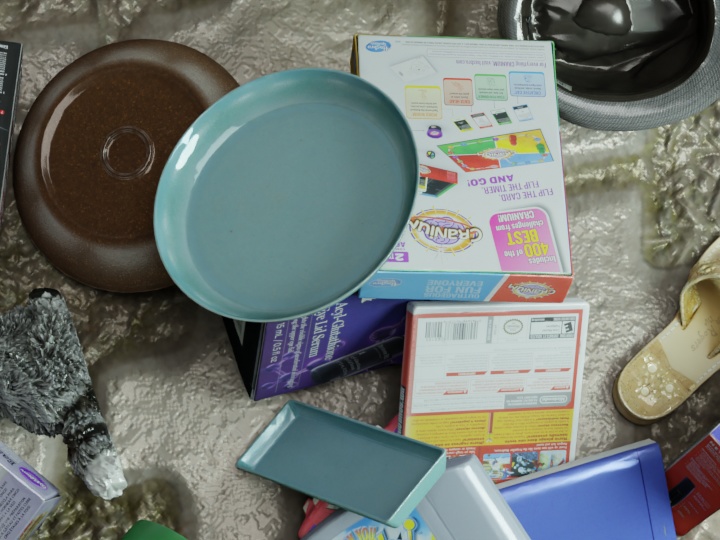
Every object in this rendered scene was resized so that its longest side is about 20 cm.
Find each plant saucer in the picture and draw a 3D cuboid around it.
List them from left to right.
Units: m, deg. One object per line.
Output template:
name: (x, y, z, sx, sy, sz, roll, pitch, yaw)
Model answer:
plant saucer: (-0.174, -0.085, 1.731, 0.198, 0.037, 0.202, -2, 76, 9)
plant saucer: (-0.050, -0.050, 1.600, 0.198, 0.027, 0.202, -9, 61, 16)
plant saucer: (-0.014, 0.141, 1.653, 0.070, 0.199, 0.019, -49, 122, -19)

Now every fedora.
fedora: (0.210, -0.204, 1.820, 0.198, 0.090, 0.179, -8, 99, 6)

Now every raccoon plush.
raccoon plush: (-0.260, 0.092, 1.633, 0.133, 0.097, 0.200, -18, 39, -11)

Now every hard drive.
hard drive: (0.141, 0.217, 1.700, 0.198, 0.025, 0.133, -15, 103, -14)

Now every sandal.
sandal: (0.281, 0.033, 1.786, 0.078, 0.070, 0.212, 41, 71, 5)

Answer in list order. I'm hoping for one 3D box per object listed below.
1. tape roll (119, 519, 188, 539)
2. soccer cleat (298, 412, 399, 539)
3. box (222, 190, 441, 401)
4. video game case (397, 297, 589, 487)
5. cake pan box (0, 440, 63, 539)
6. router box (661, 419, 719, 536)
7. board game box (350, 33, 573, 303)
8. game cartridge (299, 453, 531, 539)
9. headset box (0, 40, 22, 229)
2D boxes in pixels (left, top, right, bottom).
tape roll: (-0.098, 0.259, 1.581, 0.200, 0.201, 0.048, 41, 70, 5)
soccer cleat: (0.036, 0.144, 1.715, 0.076, 0.067, 0.200, 45, 68, 1)
box: (0.000, 0.000, 1.700, 0.198, 0.148, 0.105, -14, 64, -13)
video game case: (0.095, 0.120, 1.689, 0.142, 0.017, 0.202, -1, 105, -20)
cake pan box: (-0.343, 0.177, 1.610, 0.184, 0.052, 0.200, 41, 96, 6)
router box: (0.319, 0.104, 1.713, 0.200, 0.180, 0.049, -38, 81, -18)
board game box: (0.070, -0.075, 1.643, 0.151, 0.040, 0.202, 2, 61, -6)
game cartridge: (0.026, 0.226, 1.643, 0.199, 0.040, 0.134, -34, 89, 12)
headset box: (-0.339, -0.076, 1.711, 0.147, 0.077, 0.202, 6, 73, -7)
